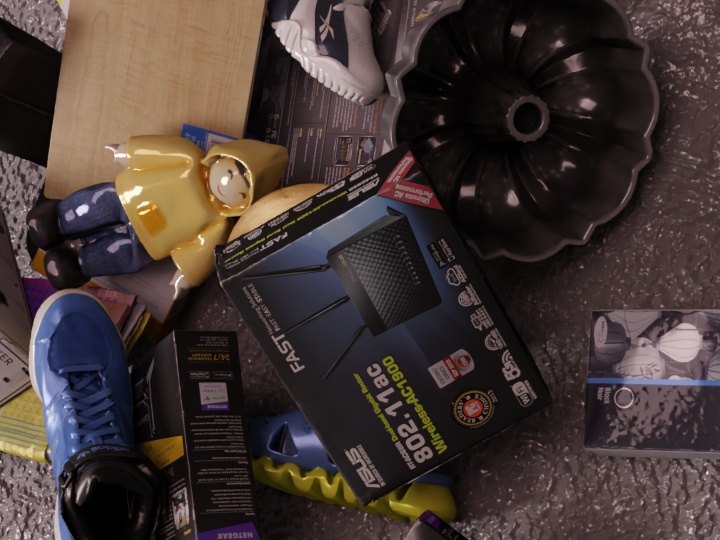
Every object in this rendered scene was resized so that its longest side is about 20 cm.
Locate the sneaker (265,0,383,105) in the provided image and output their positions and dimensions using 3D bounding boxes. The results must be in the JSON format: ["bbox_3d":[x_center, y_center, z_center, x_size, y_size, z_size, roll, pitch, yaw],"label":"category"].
[{"bbox_3d":[-0.007,-0.227,1.448,0.130,0.079,0.200,-42,51,22],"label":"sneaker"}]

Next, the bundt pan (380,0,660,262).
[{"bbox_3d":[0.102,-0.111,1.373,0.202,0.201,0.076,-60,23,2],"label":"bundt pan"}]

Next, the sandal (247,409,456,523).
[{"bbox_3d":[-0.016,0.125,1.431,0.199,0.079,0.087,10,79,20],"label":"sandal"}]

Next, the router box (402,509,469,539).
[{"bbox_3d":[0.043,0.287,1.338,0.149,0.051,0.200,37,95,7],"label":"router box"}]

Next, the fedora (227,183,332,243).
[{"bbox_3d":[0.000,0.000,1.415,0.200,0.201,0.082,-2,40,27],"label":"fedora"}]

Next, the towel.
[{"bbox_3d":[-0.259,0.071,1.505,0.199,0.023,0.144,8,62,40],"label":"towel"}]

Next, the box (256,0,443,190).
[{"bbox_3d":[0.003,-0.126,1.493,0.158,0.048,0.201,2,79,28],"label":"box"}]

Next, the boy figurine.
[{"bbox_3d":[-0.140,-0.041,1.442,0.199,0.064,0.125,-16,96,24],"label":"boy figurine"}]

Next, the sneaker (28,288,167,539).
[{"bbox_3d":[-0.181,0.113,1.372,0.111,0.076,0.201,-178,85,-67],"label":"sneaker"}]

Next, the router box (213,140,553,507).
[{"bbox_3d":[0.016,0.037,1.310,0.150,0.200,0.062,-29,22,5],"label":"router box"}]

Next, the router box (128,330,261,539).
[{"bbox_3d":[-0.142,0.148,1.439,0.200,0.052,0.158,-36,58,56],"label":"router box"}]

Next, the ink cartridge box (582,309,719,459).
[{"bbox_3d":[0.249,0.076,1.323,0.199,0.039,0.100,-2,76,26],"label":"ink cartridge box"}]

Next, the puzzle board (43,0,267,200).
[{"bbox_3d":[-0.152,-0.132,1.463,0.150,0.017,0.201,15,109,13],"label":"puzzle board"}]

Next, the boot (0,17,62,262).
[{"bbox_3d":[-0.260,-0.091,1.532,0.066,0.200,0.165,31,93,30],"label":"boot"}]

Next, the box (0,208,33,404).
[{"bbox_3d":[-0.311,0.000,1.499,0.060,0.117,0.200,-34,44,8],"label":"box"}]

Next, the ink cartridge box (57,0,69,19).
[{"bbox_3d":[-0.172,-0.254,1.571,0.145,0.083,0.200,-48,58,29],"label":"ink cartridge box"}]

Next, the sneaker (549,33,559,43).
[{"bbox_3d":[0.121,-0.185,1.431,0.082,0.075,0.201,23,88,31],"label":"sneaker"}]

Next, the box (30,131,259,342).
[{"bbox_3d":[-0.161,-0.060,1.514,0.119,0.041,0.200,30,109,9],"label":"box"}]
